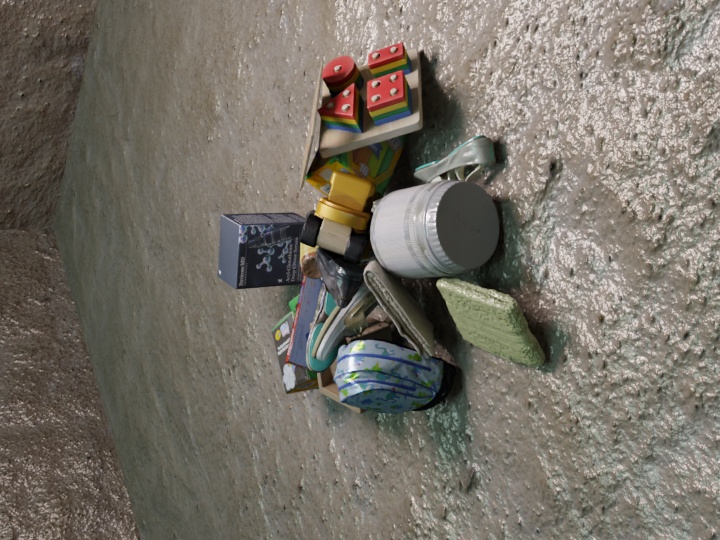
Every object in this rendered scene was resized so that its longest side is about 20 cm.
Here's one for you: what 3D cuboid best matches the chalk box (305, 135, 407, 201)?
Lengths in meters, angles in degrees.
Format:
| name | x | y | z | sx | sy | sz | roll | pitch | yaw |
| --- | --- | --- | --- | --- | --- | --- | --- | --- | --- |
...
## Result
| name | x | y | z | sx | sy | sz | roll | pitch | yaw |
| --- | --- | --- | --- | --- | --- | --- | --- | --- | --- |
| chalk box | 0.000 | -0.238 | 1.631 | 0.123 | 0.124 | 0.202 | -19 | 43 | 53 |

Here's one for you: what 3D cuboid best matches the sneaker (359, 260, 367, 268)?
| name | x | y | z | sx | sy | sz | roll | pitch | yaw |
| --- | --- | --- | --- | --- | --- | --- | --- | --- | --- |
| sneaker | -0.006 | 0.028 | 1.748 | 0.199 | 0.080 | 0.085 | -12 | 90 | 56 |

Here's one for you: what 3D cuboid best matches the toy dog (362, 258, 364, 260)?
| name | x | y | z | sx | sy | sz | roll | pitch | yaw |
| --- | --- | --- | --- | --- | --- | --- | --- | --- | --- |
| toy dog | -0.046 | -0.107 | 1.773 | 0.132 | 0.095 | 0.203 | -41 | 60 | 50 |

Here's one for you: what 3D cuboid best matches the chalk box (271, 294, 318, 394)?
| name | x | y | z | sx | sy | sz | roll | pitch | yaw |
| --- | --- | --- | --- | --- | --- | --- | --- | --- | --- |
| chalk box | -0.114 | 0.157 | 1.884 | 0.125 | 0.122 | 0.203 | -37 | 62 | 52 |

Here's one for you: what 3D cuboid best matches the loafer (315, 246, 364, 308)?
| name | x | y | z | sx | sy | sz | roll | pitch | yaw |
| --- | --- | --- | --- | --- | --- | --- | --- | --- | --- |
| loafer | -0.050 | 0.007 | 1.555 | 0.200 | 0.072 | 0.073 | -128 | 55 | -71 |

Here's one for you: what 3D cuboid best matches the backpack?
| name | x | y | z | sx | sy | sz | roll | pitch | yaw |
| --- | --- | --- | --- | --- | --- | --- | --- | --- | --- |
| backpack | 0.047 | 0.194 | 1.540 | 0.162 | 0.199 | 0.156 | -23 | 38 | 53 |

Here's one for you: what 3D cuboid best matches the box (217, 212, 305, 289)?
| name | x | y | z | sx | sy | sz | roll | pitch | yaw |
| --- | --- | --- | --- | --- | --- | --- | --- | --- | --- |
| box | -0.220 | -0.049 | 1.952 | 0.107 | 0.197 | 0.151 | 27 | 116 | 52 |

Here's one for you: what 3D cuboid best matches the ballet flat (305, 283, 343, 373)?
| name | x | y | z | sx | sy | sz | roll | pitch | yaw |
| --- | --- | --- | --- | --- | --- | --- | --- | --- | --- |
| ballet flat | -0.061 | 0.101 | 1.636 | 0.072 | 0.071 | 0.204 | -1 | 72 | 56 |

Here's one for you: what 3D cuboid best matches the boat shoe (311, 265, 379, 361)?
| name | x | y | z | sx | sy | sz | roll | pitch | yaw |
| --- | --- | --- | --- | --- | --- | --- | --- | --- | --- |
| boat shoe | -0.017 | 0.090 | 1.569 | 0.068 | 0.201 | 0.075 | 32 | 168 | 7 |

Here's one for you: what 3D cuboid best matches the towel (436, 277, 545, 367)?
| name | x | y | z | sx | sy | sz | roll | pitch | yaw |
| --- | --- | --- | --- | --- | --- | --- | --- | --- | --- |
| towel | 0.213 | 0.082 | 1.397 | 0.199 | 0.036 | 0.150 | 19 | 145 | 56 |

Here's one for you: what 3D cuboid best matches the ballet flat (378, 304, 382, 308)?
| name | x | y | z | sx | sy | sz | roll | pitch | yaw |
| --- | --- | --- | --- | --- | --- | --- | --- | --- | --- |
| ballet flat | 0.000 | 0.000 | 1.665 | 0.199 | 0.067 | 0.057 | 42 | 86 | 16 |

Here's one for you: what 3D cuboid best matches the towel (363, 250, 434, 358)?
| name | x | y | z | sx | sy | sz | roll | pitch | yaw |
| --- | --- | --- | --- | --- | --- | --- | --- | --- | --- |
| towel | 0.070 | 0.061 | 1.529 | 0.034 | 0.133 | 0.201 | -33 | 101 | 13 |

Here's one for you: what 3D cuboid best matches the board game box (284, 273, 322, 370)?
| name | x | y | z | sx | sy | sz | roll | pitch | yaw |
| --- | --- | --- | --- | --- | --- | --- | --- | --- | --- |
| board game box | -0.095 | 0.114 | 1.803 | 0.019 | 0.102 | 0.203 | -22 | 51 | 55 |

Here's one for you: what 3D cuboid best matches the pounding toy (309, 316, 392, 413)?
| name | x | y | z | sx | sy | sz | roll | pitch | yaw |
| --- | --- | --- | --- | --- | --- | --- | --- | --- | --- |
| pounding toy | 0.008 | 0.158 | 1.711 | 0.183 | 0.140 | 0.204 | 16 | 118 | 53 |

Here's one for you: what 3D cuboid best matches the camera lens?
| name | x | y | z | sx | sy | sz | roll | pitch | yaw |
| --- | --- | --- | --- | --- | --- | --- | --- | --- | --- |
| camera lens | 0.123 | -0.069 | 1.462 | 0.199 | 0.158 | 0.163 | -5 | 89 | 56 |

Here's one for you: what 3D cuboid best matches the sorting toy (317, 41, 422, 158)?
| name | x | y | z | sx | sy | sz | roll | pitch | yaw |
| --- | --- | --- | --- | --- | --- | --- | --- | --- | --- |
| sorting toy | 0.009 | -0.325 | 1.535 | 0.196 | 0.070 | 0.203 | -14 | 50 | 19 |

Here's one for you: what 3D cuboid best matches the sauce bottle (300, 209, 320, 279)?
| name | x | y | z | sx | sy | sz | roll | pitch | yaw |
| --- | --- | --- | --- | --- | --- | --- | --- | --- | --- |
| sauce bottle | -0.099 | -0.062 | 1.837 | 0.201 | 0.065 | 0.067 | -92 | 19 | -56 |

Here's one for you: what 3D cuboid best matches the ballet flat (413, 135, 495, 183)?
| name | x | y | z | sx | sy | sz | roll | pitch | yaw |
| --- | --- | --- | --- | --- | --- | --- | --- | --- | --- |
| ballet flat | 0.162 | -0.176 | 1.478 | 0.199 | 0.067 | 0.065 | -23 | 82 | 55 |

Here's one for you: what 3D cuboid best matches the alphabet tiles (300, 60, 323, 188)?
| name | x | y | z | sx | sy | sz | roll | pitch | yaw |
| --- | --- | --- | --- | --- | --- | --- | --- | --- | --- |
| alphabet tiles | -0.093 | -0.259 | 1.565 | 0.201 | 0.007 | 0.170 | 111 | 166 | -60 |

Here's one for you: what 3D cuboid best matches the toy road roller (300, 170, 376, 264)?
| name | x | y | z | sx | sy | sz | roll | pitch | yaw |
| --- | --- | --- | --- | --- | --- | --- | --- | --- | --- |
| toy road roller | -0.023 | -0.105 | 1.566 | 0.200 | 0.121 | 0.148 | -37 | -33 | -79 |
